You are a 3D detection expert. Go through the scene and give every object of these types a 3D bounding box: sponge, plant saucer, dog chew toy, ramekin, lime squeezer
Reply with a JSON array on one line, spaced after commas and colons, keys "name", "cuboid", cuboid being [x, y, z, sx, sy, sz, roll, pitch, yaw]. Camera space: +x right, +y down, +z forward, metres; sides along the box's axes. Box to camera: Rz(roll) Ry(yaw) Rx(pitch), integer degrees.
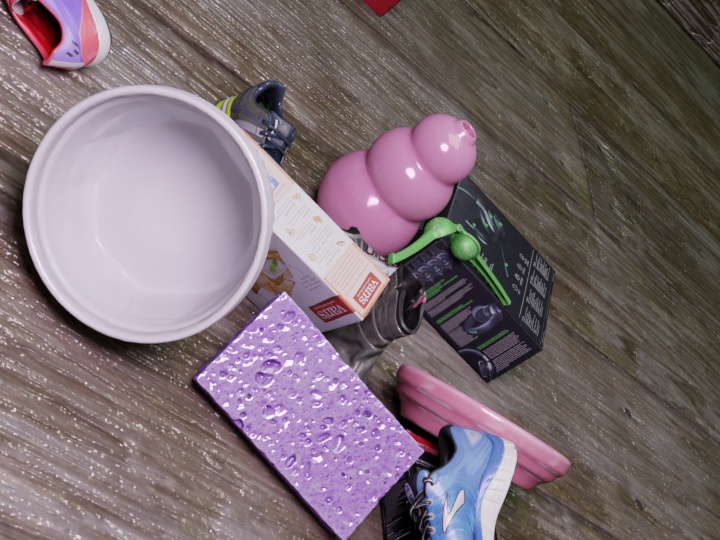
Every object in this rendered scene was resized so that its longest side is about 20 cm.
[{"name": "sponge", "cuboid": [-0.044, 0.130, 1.042, 0.112, 0.030, 0.200, -44, 101, -15]}, {"name": "plant saucer", "cuboid": [0.117, 0.165, 1.196, 0.200, 0.051, 0.201, 30, -5, 3]}, {"name": "dog chew toy", "cuboid": [0.045, -0.099, 1.292, 0.124, 0.199, 0.125, 35, 36, -30]}, {"name": "ramekin", "cuboid": [-0.162, -0.049, 0.955, 0.201, 0.200, 0.105, 54, 9, -2]}, {"name": "lime squeezer", "cuboid": [0.105, -0.018, 1.283, 0.199, 0.038, 0.071, 20, 51, -43]}]

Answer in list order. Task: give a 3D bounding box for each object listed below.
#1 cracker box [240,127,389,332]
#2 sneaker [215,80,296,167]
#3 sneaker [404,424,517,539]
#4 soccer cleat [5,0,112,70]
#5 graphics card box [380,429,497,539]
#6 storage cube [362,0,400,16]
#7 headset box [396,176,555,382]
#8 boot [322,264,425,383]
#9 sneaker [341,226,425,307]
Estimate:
[{"name": "cracker box", "cuboid": [-0.085, -0.027, 1.094, 0.200, 0.134, 0.058, 44, 59, -16]}, {"name": "sneaker", "cuboid": [-0.106, -0.121, 1.215, 0.074, 0.081, 0.201, 24, 42, -41]}, {"name": "sneaker", "cuboid": [0.072, 0.226, 1.039, 0.089, 0.079, 0.201, 25, 52, -6]}, {"name": "soccer cleat", "cuboid": [-0.311, -0.278, 1.099, 0.201, 0.068, 0.073, 59, 34, 2]}, {"name": "graphics card box", "cuboid": [0.080, 0.267, 1.129, 0.125, 0.051, 0.201, 30, 37, -35]}, {"name": "storage cube", "cuboid": [0.032, -0.523, 1.715, 0.199, 0.179, 0.172, 35, 35, -29]}, {"name": "headset box", "cuboid": [0.135, 0.001, 1.429, 0.200, 0.093, 0.175, 45, 32, -16]}, {"name": "boot", "cuboid": [0.000, 0.079, 1.119, 0.068, 0.130, 0.201, 41, 33, -22]}, {"name": "sneaker", "cuboid": [0.000, 0.000, 1.253, 0.200, 0.074, 0.088, 31, 20, -51]}]
